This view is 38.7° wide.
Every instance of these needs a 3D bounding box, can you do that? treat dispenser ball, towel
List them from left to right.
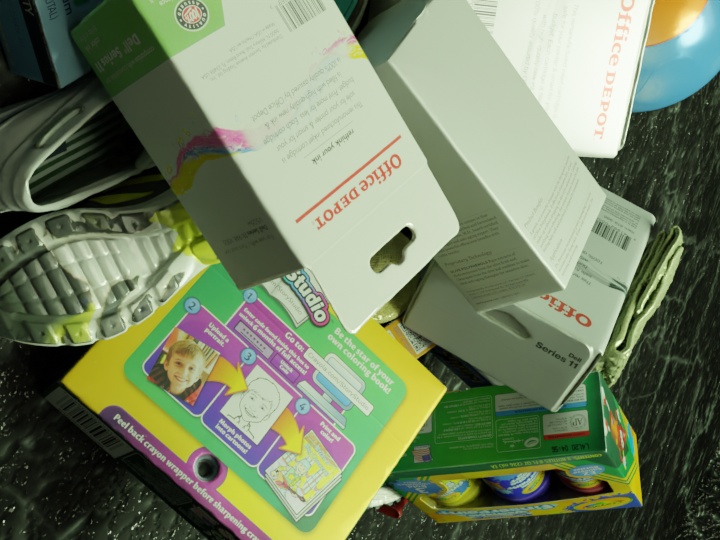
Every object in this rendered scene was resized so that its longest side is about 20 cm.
[{"bbox_3d":[0.231,0.056,0.918,0.148,0.036,0.200,-56,168,-20],"label":"towel"},{"bbox_3d":[0.267,-0.255,0.992,0.201,0.201,0.201,-36,135,-45],"label":"treat dispenser ball"}]

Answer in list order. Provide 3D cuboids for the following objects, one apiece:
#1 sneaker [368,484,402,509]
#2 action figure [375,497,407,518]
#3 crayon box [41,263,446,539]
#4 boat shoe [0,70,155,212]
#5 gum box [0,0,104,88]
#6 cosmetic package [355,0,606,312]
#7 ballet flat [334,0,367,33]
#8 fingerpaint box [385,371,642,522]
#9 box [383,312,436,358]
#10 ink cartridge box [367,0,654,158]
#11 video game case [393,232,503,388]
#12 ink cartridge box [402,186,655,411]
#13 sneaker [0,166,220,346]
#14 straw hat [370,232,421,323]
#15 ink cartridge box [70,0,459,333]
[{"bbox_3d":[-0.010,0.164,0.908,0.200,0.078,0.086,-9,111,-57],"label":"sneaker"},{"bbox_3d":[0.072,0.182,1.076,0.200,0.052,0.065,-32,144,-56],"label":"action figure"},{"bbox_3d":[-0.068,0.078,0.663,0.200,0.058,0.173,44,59,-10],"label":"crayon box"},{"bbox_3d":[-0.130,-0.081,0.574,0.200,0.067,0.074,-43,141,-38],"label":"boat shoe"},{"bbox_3d":[-0.118,-0.217,0.537,0.200,0.045,0.170,-44,142,-37],"label":"gum box"},{"bbox_3d":[0.071,-0.082,0.698,0.200,0.085,0.108,50,49,-19],"label":"cosmetic package"},{"bbox_3d":[-0.012,-0.201,0.705,0.200,0.067,0.062,-65,159,-8],"label":"ballet flat"},{"bbox_3d":[0.133,0.164,0.905,0.167,0.200,0.073,49,37,-54],"label":"fingerpaint box"},{"bbox_3d":[-0.028,0.095,0.804,0.119,0.041,0.200,-35,174,40],"label":"box"},{"bbox_3d":[0.109,-0.170,0.795,0.200,0.083,0.147,2,110,-17],"label":"ink cartridge box"},{"bbox_3d":[0.132,0.016,0.971,0.200,0.045,0.181,42,65,-15],"label":"video game case"},{"bbox_3d":[0.142,-0.001,0.843,0.200,0.147,0.083,-52,169,-47],"label":"ink cartridge box"},{"bbox_3d":[-0.130,-0.016,0.593,0.200,0.085,0.075,-22,108,-23],"label":"sneaker"},{"bbox_3d":[0.000,0.000,0.816,0.201,0.085,0.201,-35,134,-45],"label":"straw hat"},{"bbox_3d":[-0.043,-0.072,0.543,0.117,0.067,0.200,-42,107,-38],"label":"ink cartridge box"}]
